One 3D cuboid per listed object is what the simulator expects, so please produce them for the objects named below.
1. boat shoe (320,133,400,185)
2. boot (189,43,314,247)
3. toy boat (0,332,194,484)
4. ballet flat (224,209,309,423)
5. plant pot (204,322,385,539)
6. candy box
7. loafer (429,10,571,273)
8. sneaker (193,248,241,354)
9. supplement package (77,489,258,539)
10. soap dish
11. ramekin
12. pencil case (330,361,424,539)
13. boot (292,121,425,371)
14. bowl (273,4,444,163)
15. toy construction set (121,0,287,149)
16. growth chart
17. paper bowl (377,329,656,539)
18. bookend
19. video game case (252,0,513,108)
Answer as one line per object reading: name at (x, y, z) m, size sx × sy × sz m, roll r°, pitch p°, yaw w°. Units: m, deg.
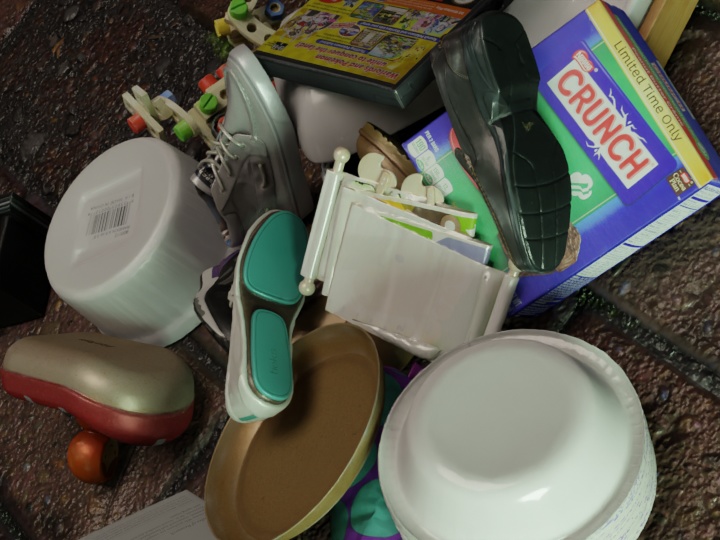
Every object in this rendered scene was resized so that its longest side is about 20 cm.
boat shoe at (-0.001, -0.098, 1.714) m, size 0.073 × 0.067 × 0.200 m, roll -39°, pitch 43°, yaw 15°
boot at (-0.109, -0.103, 1.705) m, size 0.095 × 0.201 × 0.074 m, roll -29°, pitch 43°, yaw -12°
toy boat at (-0.242, 0.133, 1.756) m, size 0.199 × 0.130 × 0.131 m, roll 10°, pitch 100°, yaw 46°
ballet flat at (-0.085, 0.039, 1.560) m, size 0.069 × 0.069 × 0.201 m, roll -23°, pitch 45°, yaw 30°
plant pot at (-0.047, 0.134, 1.492) m, size 0.200 × 0.027 × 0.201 m, roll -37°, pitch 32°, yaw 28°
candy box at (0.162, -0.084, 1.493) m, size 0.200 × 0.077 × 0.170 m, roll -35°, pitch 77°, yaw 19°
loafer at (0.107, -0.093, 1.446) m, size 0.072 × 0.073 × 0.201 m, roll -16°, pitch 85°, yaw 45°
sneaker at (-0.093, 0.018, 1.675) m, size 0.087 × 0.076 × 0.200 m, roll -38°, pitch 20°, yaw 8°
supplement package at (-0.122, 0.275, 1.495) m, size 0.117 × 0.117 × 0.200 m, roll -22°, pitch 27°, yaw -33°
soap dish at (0.212, -0.237, 1.605) m, size 0.157 × 0.081 × 0.201 m, roll 17°, pitch 74°, yaw 47°
ramekin at (-0.213, -0.031, 1.838) m, size 0.200 × 0.098 × 0.201 m, roll -23°, pitch 49°, yaw 29°
pencil case at (0.019, 0.172, 1.494) m, size 0.092 × 0.085 × 0.201 m, roll -29°, pitch 46°, yaw 27°
boot at (0.000, 0.000, 1.601) m, size 0.200 × 0.066 × 0.175 m, roll -45°, pitch 74°, yaw 8°
bowl at (0.010, -0.203, 1.721) m, size 0.199 × 0.075 × 0.200 m, roll -27°, pitch 35°, yaw 3°
toy construction set at (-0.136, -0.189, 1.851) m, size 0.200 × 0.092 × 0.131 m, roll -40°, pitch 81°, yaw -3°
growth chart at (0.037, -0.003, 1.506) m, size 0.200 × 0.018 × 0.145 m, roll 31°, pitch 107°, yaw 24°
paper bowl at (0.110, 0.131, 1.379) m, size 0.200 × 0.105 × 0.201 m, roll -9°, pitch 52°, yaw 11°
bookend at (-0.419, 0.045, 1.978) m, size 0.198 × 0.092 × 0.201 m, roll -13°, pitch 55°, yaw 36°
video game case at (0.027, -0.219, 1.641) m, size 0.181 × 0.026 × 0.200 m, roll -45°, pitch 38°, yaw -21°
